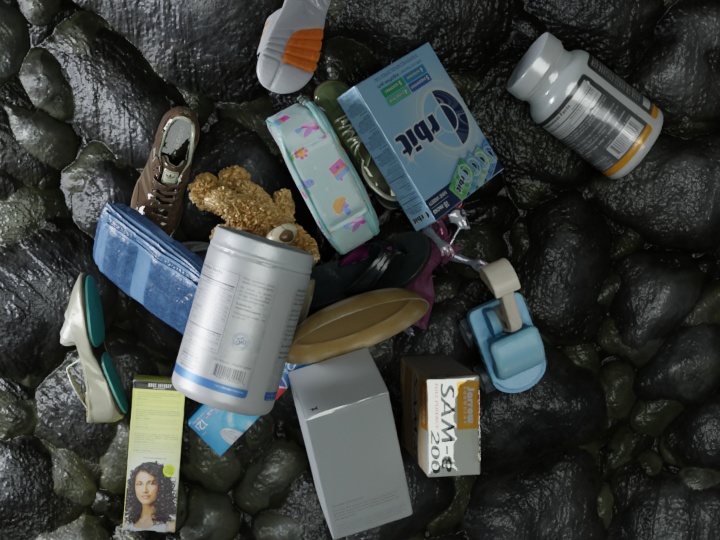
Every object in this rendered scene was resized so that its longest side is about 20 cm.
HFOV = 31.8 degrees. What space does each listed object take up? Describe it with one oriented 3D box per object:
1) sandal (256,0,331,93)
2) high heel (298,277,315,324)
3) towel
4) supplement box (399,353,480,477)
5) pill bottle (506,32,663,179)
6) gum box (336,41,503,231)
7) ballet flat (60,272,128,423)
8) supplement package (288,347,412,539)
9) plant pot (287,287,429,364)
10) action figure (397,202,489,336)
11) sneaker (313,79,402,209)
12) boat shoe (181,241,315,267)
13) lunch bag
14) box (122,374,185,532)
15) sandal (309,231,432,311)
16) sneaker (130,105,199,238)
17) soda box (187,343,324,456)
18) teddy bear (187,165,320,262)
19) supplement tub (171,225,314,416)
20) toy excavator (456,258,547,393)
[{"bbox_3d":[-0.088,-0.322,1.682,0.079,0.059,0.209,29,69,-26],"label":"sandal"},{"bbox_3d":[-0.151,0.070,1.664,0.200,0.142,0.072,-48,121,-10],"label":"high heel"},{"bbox_3d":[-0.261,0.006,1.624,0.199,0.048,0.113,34,128,17],"label":"towel"},{"bbox_3d":[0.102,0.187,1.671,0.072,0.200,0.128,-2,94,-8],"label":"supplement box"},{"bbox_3d":[0.303,-0.225,1.714,0.199,0.116,0.117,36,89,-9],"label":"pill bottle"},{"bbox_3d":[0.082,-0.179,1.669,0.169,0.044,0.202,-36,97,-42],"label":"gum box"},{"bbox_3d":[-0.362,0.107,1.666,0.068,0.069,0.203,-14,96,-7],"label":"ballet flat"},{"bbox_3d":[-0.013,0.228,1.666,0.115,0.117,0.203,-16,120,-7],"label":"supplement package"},{"bbox_3d":[-0.009,0.067,1.598,0.197,0.200,0.028,-19,74,-7],"label":"plant pot"},{"bbox_3d":[0.082,-0.019,1.723,0.148,0.134,0.202,22,75,32],"label":"action figure"},{"bbox_3d":[0.010,-0.170,1.686,0.067,0.090,0.202,-34,98,-4],"label":"sneaker"},{"bbox_3d":[-0.157,-0.009,1.685,0.198,0.065,0.076,3,94,-9],"label":"boat shoe"},{"bbox_3d":[-0.050,-0.129,1.649,0.076,0.160,0.202,-27,104,-1],"label":"lunch bag"},{"bbox_3d":[-0.275,0.244,1.694,0.074,0.050,0.204,3,93,-9],"label":"box"},{"bbox_3d":[0.000,0.001,1.644,0.198,0.048,0.076,-22,59,16],"label":"sandal"},{"bbox_3d":[-0.259,-0.118,1.656,0.069,0.076,0.203,12,92,-9],"label":"sneaker"},{"bbox_3d":[-0.141,0.151,1.698,0.064,0.068,0.200,45,87,-9],"label":"soda box"},{"bbox_3d":[-0.137,-0.070,1.634,0.143,0.201,0.067,2,131,-34],"label":"teddy bear"},{"bbox_3d":[-0.141,0.061,1.518,0.130,0.132,0.203,17,92,-9],"label":"supplement tub"},{"bbox_3d":[0.197,0.074,1.677,0.099,0.200,0.197,-22,97,-7],"label":"toy excavator"}]
